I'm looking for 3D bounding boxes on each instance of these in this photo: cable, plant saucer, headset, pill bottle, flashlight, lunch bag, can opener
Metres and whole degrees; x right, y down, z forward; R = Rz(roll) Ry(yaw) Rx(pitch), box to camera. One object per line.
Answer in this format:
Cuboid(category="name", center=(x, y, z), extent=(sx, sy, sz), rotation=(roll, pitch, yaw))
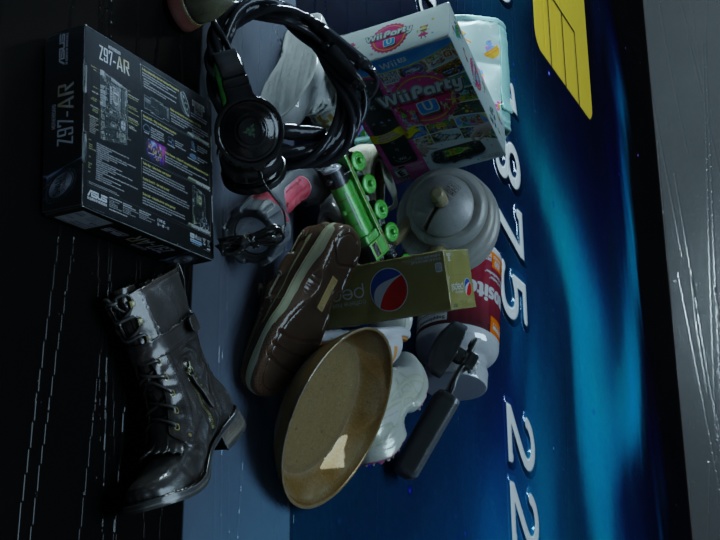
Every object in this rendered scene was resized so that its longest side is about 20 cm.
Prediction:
Cuboid(category="cable", center=(-0.085, -0.200, 1.347), extent=(0.199, 0.051, 0.164), rotation=(37, 74, -12))
Cuboid(category="plant saucer", center=(-0.034, 0.149, 1.345), extent=(0.200, 0.035, 0.202), rotation=(-39, 139, -43))
Cuboid(category="headset", center=(-0.118, -0.112, 1.229), extent=(0.124, 0.093, 0.202), rotation=(94, -22, -68))
Cuboid(category="pill bottle", center=(0.132, 0.066, 1.719), extent=(0.113, 0.112, 0.202), rotation=(48, 40, -49))
Cuboid(category="flashlight", center=(-0.078, -0.069, 1.366), extent=(0.200, 0.067, 0.068), rotation=(-46, 135, -61))
Cuboid(category="lunch bag", center=(0.102, -0.227, 1.660), extent=(0.122, 0.198, 0.172), rotation=(43, 43, -53))
Cuboid(category="can opener", center=(0.092, 0.163, 1.595), extent=(0.201, 0.066, 0.053), rotation=(-63, 178, -13))

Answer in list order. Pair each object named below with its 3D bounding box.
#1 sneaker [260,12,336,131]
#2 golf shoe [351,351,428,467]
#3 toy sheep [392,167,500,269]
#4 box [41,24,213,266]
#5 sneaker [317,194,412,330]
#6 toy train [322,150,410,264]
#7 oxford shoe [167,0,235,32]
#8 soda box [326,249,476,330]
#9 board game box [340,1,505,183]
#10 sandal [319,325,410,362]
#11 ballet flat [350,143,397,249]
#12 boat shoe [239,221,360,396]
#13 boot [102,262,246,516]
Cuboid(category="sneaker", center=(-0.050, -0.194, 1.467), extent=(0.116, 0.073, 0.201), rotation=(58, 31, -34))
Cuboid(category="golf shoe", center=(0.026, 0.141, 1.513), extent=(0.092, 0.075, 0.200), rotation=(63, 26, -21))
Cuboid(category="toy sheep", center=(0.102, -0.057, 1.531), extent=(0.200, 0.136, 0.139), rotation=(58, 27, -77))
Cuboid(category="box", center=(-0.200, -0.104, 1.139), extent=(0.200, 0.043, 0.162), rotation=(25, 59, -61))
Cuboid(category="sneaker", center=(0.000, 0.000, 1.497), extent=(0.201, 0.075, 0.081), rotation=(64, 19, -17))
Cuboid(category="toy train", center=(0.011, -0.042, 1.434), extent=(0.056, 0.042, 0.201), rotation=(-42, 113, -41))
Cuboid(category="oxford shoe", center=(-0.136, -0.322, 1.322), extent=(0.071, 0.074, 0.201), rotation=(54, 35, -42))
Cuboid(category="soda box", center=(0.019, 0.024, 1.380), extent=(0.068, 0.198, 0.065), rotation=(-3, 84, -61))
Cuboid(category="board game box", center=(0.070, -0.202, 1.501), extent=(0.200, 0.146, 0.065), rotation=(56, 27, -44))
Cuboid(category="sandal", center=(-0.017, 0.097, 1.434), extent=(0.206, 0.079, 0.060), rotation=(-1, 80, -56))
Cuboid(category="ballet flat", center=(0.016, -0.059, 1.574), extent=(0.067, 0.062, 0.202), rotation=(10, 72, -64))
Cuboid(category="boat shoe", center=(-0.074, 0.038, 1.332), extent=(0.203, 0.074, 0.075), rotation=(-58, 137, -24))
Cuboid(category="boot", center=(-0.179, 0.097, 1.105), extent=(0.175, 0.069, 0.200), rotation=(68, 23, -14))
